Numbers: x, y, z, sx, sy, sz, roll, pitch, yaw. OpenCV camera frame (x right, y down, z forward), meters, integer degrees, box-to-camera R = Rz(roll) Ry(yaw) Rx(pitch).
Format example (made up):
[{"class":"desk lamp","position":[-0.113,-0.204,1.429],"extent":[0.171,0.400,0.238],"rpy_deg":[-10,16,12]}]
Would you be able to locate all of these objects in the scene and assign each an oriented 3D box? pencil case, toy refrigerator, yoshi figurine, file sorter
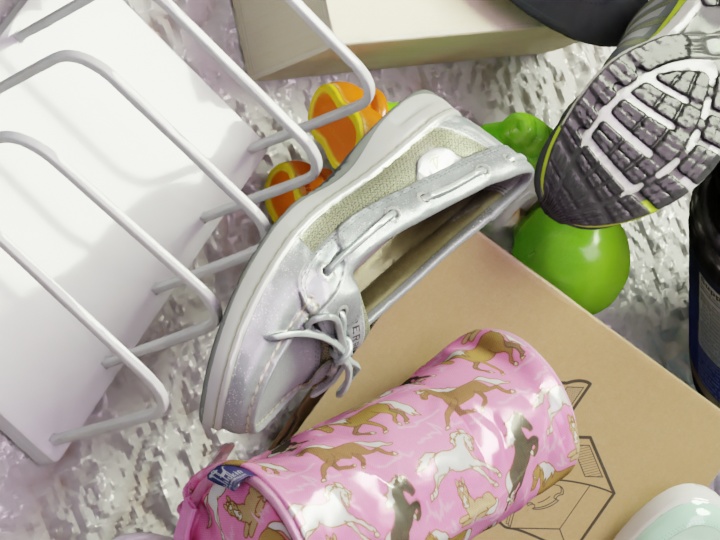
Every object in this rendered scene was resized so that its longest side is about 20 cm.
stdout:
[{"class":"pencil case","position":[0.010,0.092,1.220],"extent":[0.200,0.083,0.087],"rpy_deg":[-23,90,-44]},{"class":"toy refrigerator","position":[0.038,-0.143,1.382],"extent":[0.200,0.076,0.070],"rpy_deg":[-8,85,-37]},{"class":"yoshi figurine","position":[0.061,-0.026,1.359],"extent":[0.200,0.112,0.112],"rpy_deg":[7,83,-37]},{"class":"file sorter","position":[-0.108,-0.040,1.221],"extent":[0.139,0.124,0.200],"rpy_deg":[44,58,-20]}]

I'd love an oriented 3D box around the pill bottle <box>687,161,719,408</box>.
[{"class":"pill bottle","position":[0.222,-0.005,1.401],"extent":[0.112,0.112,0.200],"rpy_deg":[-61,159,-29]}]

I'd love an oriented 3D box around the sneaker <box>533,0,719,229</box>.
[{"class":"sneaker","position":[0.148,-0.089,1.334],"extent":[0.074,0.081,0.200],"rpy_deg":[47,64,-6]}]

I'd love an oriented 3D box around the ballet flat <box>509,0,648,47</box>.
[{"class":"ballet flat","position":[0.079,-0.170,1.328],"extent":[0.200,0.073,0.073],"rpy_deg":[32,63,-27]}]

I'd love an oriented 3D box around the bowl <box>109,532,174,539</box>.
[{"class":"bowl","position":[-0.073,0.232,1.204],"extent":[0.200,0.075,0.200],"rpy_deg":[29,65,-17]}]

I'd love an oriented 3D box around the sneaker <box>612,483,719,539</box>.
[{"class":"sneaker","position":[0.149,0.207,1.317],"extent":[0.074,0.118,0.201],"rpy_deg":[22,92,-27]}]

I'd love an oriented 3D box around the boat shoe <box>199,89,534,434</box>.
[{"class":"boat shoe","position":[0.000,0.001,1.213],"extent":[0.065,0.074,0.202],"rpy_deg":[29,52,17]}]

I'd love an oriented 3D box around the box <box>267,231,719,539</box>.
[{"class":"box","position":[0.068,0.090,1.337],"extent":[0.200,0.021,0.164],"rpy_deg":[35,89,-23]}]
